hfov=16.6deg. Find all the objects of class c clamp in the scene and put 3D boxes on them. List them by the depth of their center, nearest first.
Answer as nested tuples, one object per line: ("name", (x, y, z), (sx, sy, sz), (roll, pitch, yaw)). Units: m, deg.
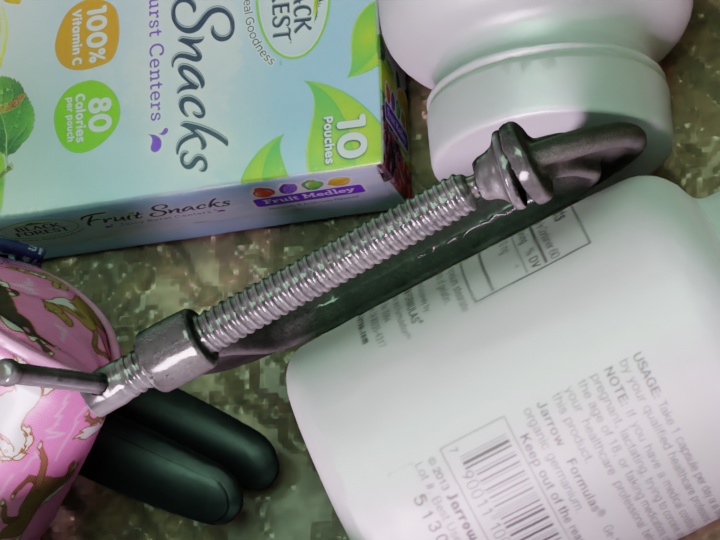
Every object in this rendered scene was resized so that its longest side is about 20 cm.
("c clamp", (0.000, 0.000, 0.790), (0.199, 0.171, 0.027), (-28, 80, 9))

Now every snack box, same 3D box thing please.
("snack box", (-0.084, -0.084, 0.937), (0.199, 0.053, 0.143), (-7, 71, 13))

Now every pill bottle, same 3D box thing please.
("pill bottle", (0.086, 0.034, 0.815), (0.199, 0.114, 0.115), (-27, 66, 6))
("pill bottle", (0.059, -0.131, 0.880), (0.112, 0.112, 0.201), (-9, 70, 13))

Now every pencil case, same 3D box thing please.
("pencil case", (-0.161, 0.085, 0.851), (0.087, 0.083, 0.200), (49, 115, 38))

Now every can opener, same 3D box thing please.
("can opener", (-0.122, 0.045, 0.909), (0.199, 0.079, 0.063), (14, 37, 17))
